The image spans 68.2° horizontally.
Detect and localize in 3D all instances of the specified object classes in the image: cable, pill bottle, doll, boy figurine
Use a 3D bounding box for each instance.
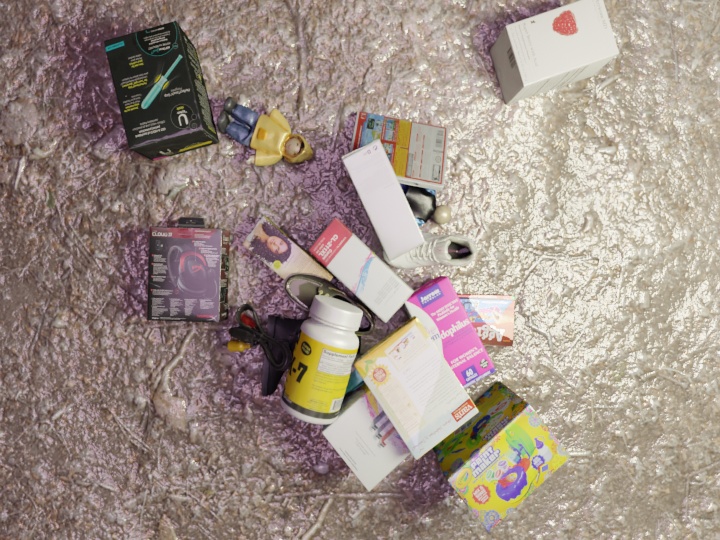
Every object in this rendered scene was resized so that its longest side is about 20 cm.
[{"bbox_3d":[-0.193,0.130,1.037,0.196,0.050,0.100,15,77,33],"label":"cable"},{"bbox_3d":[-0.067,0.157,0.954,0.111,0.114,0.206,17,95,-1],"label":"pill bottle"},{"bbox_3d":[0.099,-0.154,1.083,0.196,0.048,0.139,28,88,-1],"label":"doll"},{"bbox_3d":[-0.190,-0.266,1.071,0.196,0.064,0.127,28,87,2],"label":"boy figurine"}]

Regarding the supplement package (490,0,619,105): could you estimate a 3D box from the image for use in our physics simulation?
[{"bbox_3d":[0.377,-0.433,1.051,0.194,0.120,0.125,-19,90,-1],"label":"supplement package"}]

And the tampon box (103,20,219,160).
[{"bbox_3d":[-0.381,-0.340,1.035,0.145,0.126,0.206,-14,91,0],"label":"tampon box"}]

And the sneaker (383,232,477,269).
[{"bbox_3d":[0.142,-0.043,1.059,0.193,0.099,0.081,-5,90,-1],"label":"sneaker"}]

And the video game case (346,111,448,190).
[{"bbox_3d":[0.078,-0.242,1.070,0.193,0.018,0.147,10,66,-2],"label":"video game case"}]

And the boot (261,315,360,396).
[{"bbox_3d":[-0.099,0.182,1.081,0.193,0.066,0.171,7,98,-9],"label":"boot"}]

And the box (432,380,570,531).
[{"bbox_3d":[0.256,0.343,1.018,0.199,0.193,0.123,-41,91,0],"label":"box"}]

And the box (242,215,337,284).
[{"bbox_3d":[-0.140,-0.017,1.080,0.198,0.050,0.076,39,90,-2],"label":"box"}]

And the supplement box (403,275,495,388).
[{"bbox_3d":[0.168,0.123,1.043,0.099,0.103,0.204,-28,89,1],"label":"supplement box"}]

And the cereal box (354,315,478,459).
[{"bbox_3d":[0.098,0.207,0.946,0.142,0.040,0.203,-34,91,-1],"label":"cereal box"}]

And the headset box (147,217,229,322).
[{"bbox_3d":[-0.341,-0.003,1.063,0.143,0.075,0.207,1,91,-1],"label":"headset box"}]

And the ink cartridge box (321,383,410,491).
[{"bbox_3d":[0.043,0.283,1.038,0.199,0.145,0.146,-40,91,-1],"label":"ink cartridge box"}]

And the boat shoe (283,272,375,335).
[{"bbox_3d":[-0.059,0.064,1.028,0.198,0.060,0.074,28,91,-5],"label":"boat shoe"}]

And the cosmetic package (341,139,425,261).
[{"bbox_3d":[0.043,-0.130,0.986,0.079,0.113,0.205,-24,95,5],"label":"cosmetic package"}]

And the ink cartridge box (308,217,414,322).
[{"bbox_3d":[0.000,0.000,1.034,0.199,0.146,0.083,43,89,-1],"label":"ink cartridge box"}]

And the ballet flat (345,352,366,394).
[{"bbox_3d":[-0.039,0.210,1.031,0.199,0.068,0.070,-43,105,12],"label":"ballet flat"}]

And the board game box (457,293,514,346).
[{"bbox_3d":[0.220,0.102,1.103,0.193,0.019,0.107,2,91,-1],"label":"board game box"}]
